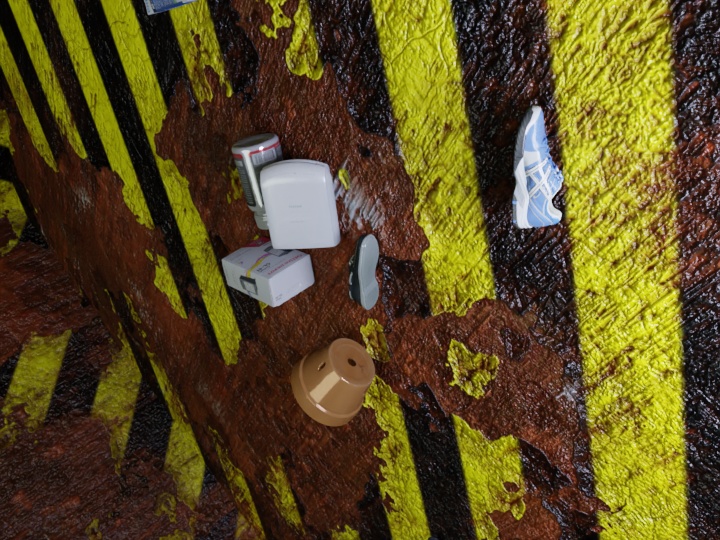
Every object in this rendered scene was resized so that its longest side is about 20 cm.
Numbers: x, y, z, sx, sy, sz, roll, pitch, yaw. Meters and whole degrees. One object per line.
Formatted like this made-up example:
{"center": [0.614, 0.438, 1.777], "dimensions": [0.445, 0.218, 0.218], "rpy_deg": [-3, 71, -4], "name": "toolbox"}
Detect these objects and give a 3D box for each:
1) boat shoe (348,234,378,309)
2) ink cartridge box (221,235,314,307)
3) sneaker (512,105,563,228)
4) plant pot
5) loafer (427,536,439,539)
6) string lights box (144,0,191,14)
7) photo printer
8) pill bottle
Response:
{"center": [0.000, 0.000, 1.529], "dimensions": [0.060, 0.075, 0.203], "rpy_deg": [25, 132, 29], "name": "boat shoe"}
{"center": [-0.236, -0.001, 1.749], "dimensions": [0.198, 0.147, 0.087], "rpy_deg": [19, 130, 40], "name": "ink cartridge box"}
{"center": [0.284, -0.163, 1.090], "dimensions": [0.076, 0.076, 0.203], "rpy_deg": [5, 122, 22], "name": "sneaker"}
{"center": [-0.056, 0.262, 1.705], "dimensions": [0.201, 0.199, 0.140], "rpy_deg": [50, 127, 11], "name": "plant pot"}
{"center": [0.195, 0.804, 1.879], "dimensions": [0.070, 0.068, 0.203], "rpy_deg": [13, 128, 33], "name": "loafer"}
{"center": [-0.444, -0.667, 1.592], "dimensions": [0.198, 0.059, 0.104], "rpy_deg": [10, 122, 46], "name": "string lights box"}
{"center": [-0.136, -0.149, 1.534], "dimensions": [0.163, 0.070, 0.203], "rpy_deg": [-1, 120, 10], "name": "photo printer"}
{"center": [-0.224, -0.209, 1.613], "dimensions": [0.113, 0.113, 0.203], "rpy_deg": [13, 125, 44], "name": "pill bottle"}
